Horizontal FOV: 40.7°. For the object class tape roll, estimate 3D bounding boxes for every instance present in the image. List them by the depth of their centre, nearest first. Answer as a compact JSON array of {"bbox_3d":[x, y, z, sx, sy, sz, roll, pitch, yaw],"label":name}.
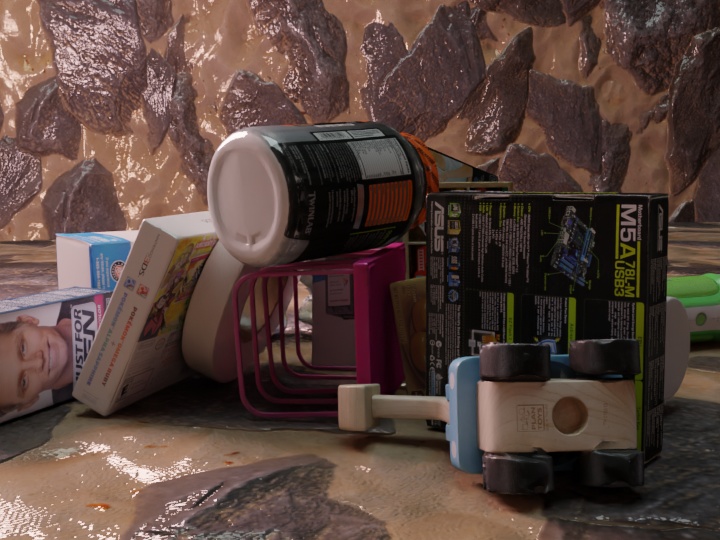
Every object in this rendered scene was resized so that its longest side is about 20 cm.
[{"bbox_3d":[-0.112,0.018,0.987,0.037,0.203,0.203,24,13,13],"label":"tape roll"}]

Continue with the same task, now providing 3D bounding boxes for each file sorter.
[{"bbox_3d":[-0.031,0.052,0.927,0.125,0.139,0.200,-1,6,12],"label":"file sorter"}]

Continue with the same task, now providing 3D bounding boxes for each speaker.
[{"bbox_3d":[0.355,0.049,1.148,0.200,0.089,0.088,-3,7,-20],"label":"speaker"}]

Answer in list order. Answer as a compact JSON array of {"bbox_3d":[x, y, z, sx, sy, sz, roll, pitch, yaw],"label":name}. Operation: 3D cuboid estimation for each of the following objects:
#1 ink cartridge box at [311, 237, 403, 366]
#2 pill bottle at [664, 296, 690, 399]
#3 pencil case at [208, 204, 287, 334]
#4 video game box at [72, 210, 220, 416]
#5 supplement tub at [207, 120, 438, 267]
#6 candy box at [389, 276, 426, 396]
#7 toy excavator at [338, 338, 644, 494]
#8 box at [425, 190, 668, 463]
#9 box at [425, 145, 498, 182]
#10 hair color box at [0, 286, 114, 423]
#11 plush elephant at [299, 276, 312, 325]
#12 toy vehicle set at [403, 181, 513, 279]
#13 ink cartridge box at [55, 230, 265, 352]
[{"bbox_3d":[0.000,0.000,1.105,0.086,0.200,0.148,1,7,12],"label":"ink cartridge box"},{"bbox_3d":[0.193,0.060,0.902,0.200,0.120,0.120,4,8,40],"label":"pill bottle"},{"bbox_3d":[-0.143,-0.013,1.247,0.083,0.200,0.091,-1,5,42],"label":"pencil case"},{"bbox_3d":[-0.179,0.032,0.940,0.047,0.182,0.200,30,13,11],"label":"video game box"},{"bbox_3d":[-0.028,-0.074,0.888,0.200,0.123,0.122,-11,11,-44],"label":"supplement tub"},{"bbox_3d":[0.126,0.051,0.841,0.200,0.116,0.055,-12,-3,38],"label":"candy box"},{"bbox_3d":[0.090,0.106,0.720,0.194,0.100,0.200,0,-7,-9],"label":"toy excavator"},{"bbox_3d":[0.141,0.037,0.765,0.193,0.200,0.048,3,7,34],"label":"box"},{"bbox_3d":[0.065,-0.111,1.239,0.200,0.060,0.117,18,-18,-37],"label":"box"},{"bbox_3d":[-0.311,0.077,0.908,0.060,0.100,0.200,4,8,24],"label":"hair color box"},{"bbox_3d":[-0.011,0.011,1.278,0.165,0.200,0.155,-5,30,-37],"label":"plush elephant"},{"bbox_3d":[0.112,-0.001,1.102,0.124,0.200,0.027,-1,5,4],"label":"toy vehicle set"},{"bbox_3d":[-0.230,0.028,1.119,0.200,0.147,0.145,-6,8,-32],"label":"ink cartridge box"}]
